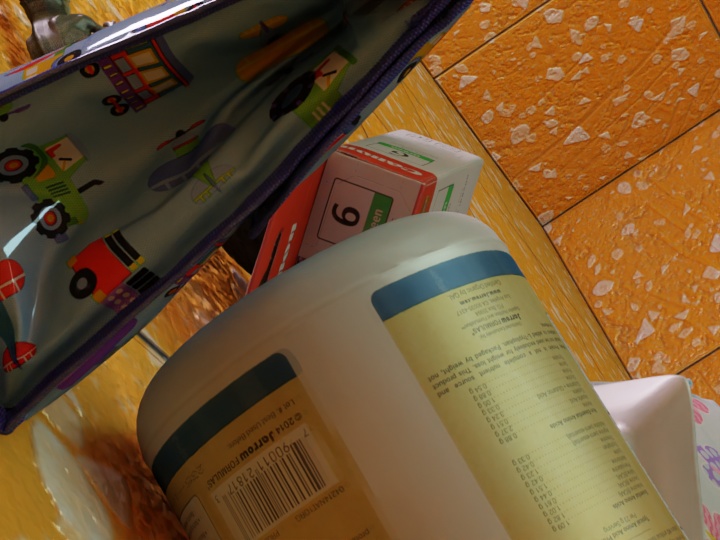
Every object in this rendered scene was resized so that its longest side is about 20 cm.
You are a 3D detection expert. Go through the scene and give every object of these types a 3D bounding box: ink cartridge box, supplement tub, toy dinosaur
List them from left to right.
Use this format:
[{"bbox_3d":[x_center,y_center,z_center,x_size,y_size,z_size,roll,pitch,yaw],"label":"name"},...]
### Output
[{"bbox_3d":[-0.105,-0.062,0.763,0.088,0.047,0.200,40,21,-50],"label":"toy dinosaur"},{"bbox_3d":[0.000,0.000,0.802,0.050,0.109,0.200,20,13,11],"label":"ink cartridge box"},{"bbox_3d":[0.030,0.098,0.584,0.200,0.144,0.145,59,9,14],"label":"supplement tub"}]

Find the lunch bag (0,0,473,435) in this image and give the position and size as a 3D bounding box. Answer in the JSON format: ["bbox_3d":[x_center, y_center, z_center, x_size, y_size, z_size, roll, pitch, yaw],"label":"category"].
[{"bbox_3d":[-0.042,-0.056,0.552,0.094,0.200,0.151,55,9,-6],"label":"lunch bag"}]

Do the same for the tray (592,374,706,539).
[{"bbox_3d":[0.084,0.143,0.659,0.022,0.107,0.201,4,78,-45],"label":"tray"}]

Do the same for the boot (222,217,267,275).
[{"bbox_3d":[-0.015,-0.076,0.854,0.070,0.132,0.200,31,-27,20],"label":"boot"}]

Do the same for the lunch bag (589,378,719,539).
[{"bbox_3d":[0.126,0.149,0.784,0.169,0.127,0.201,7,74,-62],"label":"lunch bag"}]
